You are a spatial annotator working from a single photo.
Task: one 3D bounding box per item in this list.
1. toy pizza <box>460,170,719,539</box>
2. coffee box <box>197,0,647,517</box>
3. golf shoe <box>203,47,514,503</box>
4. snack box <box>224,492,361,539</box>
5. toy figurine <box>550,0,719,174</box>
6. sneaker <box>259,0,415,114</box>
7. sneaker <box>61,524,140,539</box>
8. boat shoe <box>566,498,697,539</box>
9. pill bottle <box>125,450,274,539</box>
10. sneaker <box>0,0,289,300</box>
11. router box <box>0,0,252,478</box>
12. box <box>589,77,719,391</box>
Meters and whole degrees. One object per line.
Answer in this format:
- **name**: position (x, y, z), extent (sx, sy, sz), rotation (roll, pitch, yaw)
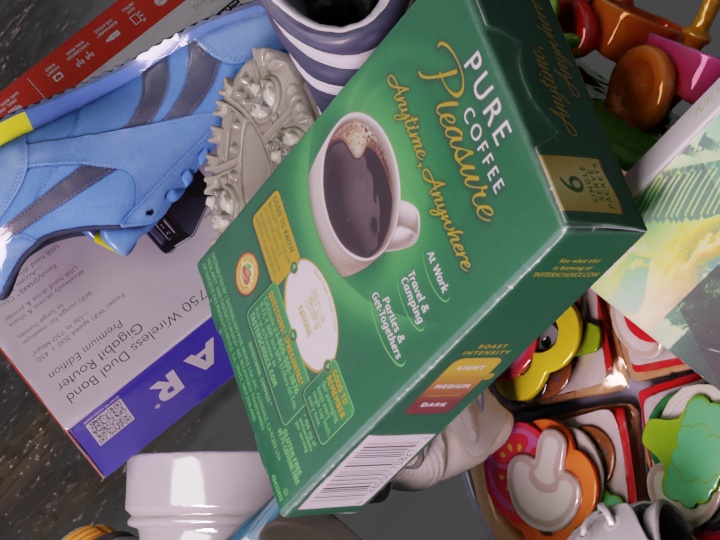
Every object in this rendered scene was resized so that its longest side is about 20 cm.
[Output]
- **toy pizza**: position (0.108, 0.048, 1.123), extent (0.200, 0.032, 0.201), rotation (-4, 83, 42)
- **coffee box**: position (0.017, -0.008, 1.010), extent (0.200, 0.044, 0.123), rotation (-49, 51, 40)
- **golf shoe**: position (0.000, 0.000, 1.145), extent (0.078, 0.097, 0.201), rotation (-34, 69, 44)
- **snack box**: position (0.017, 0.179, 1.095), extent (0.200, 0.037, 0.116), rotation (42, 148, -2)
- **toy figurine**: position (0.130, -0.141, 1.054), extent (0.200, 0.150, 0.185), rotation (41, 111, 53)
- **sneaker**: position (-0.019, -0.141, 1.095), extent (0.070, 0.109, 0.201), rotation (-23, 57, 1)
- **sneaker**: position (-0.113, 0.222, 1.283), extent (0.077, 0.078, 0.201), rotation (-2, 84, 36)
- **boat shoe**: position (0.116, 0.123, 1.061), extent (0.199, 0.072, 0.069), rotation (3, 97, 33)
- **pill bottle**: position (-0.059, 0.182, 1.205), extent (0.119, 0.119, 0.201), rotation (-6, 82, 42)
- **sneaker**: position (-0.091, -0.055, 1.188), extent (0.079, 0.199, 0.066), rotation (61, 170, 3)
- **router box**: position (-0.092, -0.034, 1.234), extent (0.200, 0.049, 0.180), rotation (-39, 55, -7)
- **box**: position (0.193, 0.005, 0.964), extent (0.200, 0.036, 0.144), rotation (38, 119, -8)
